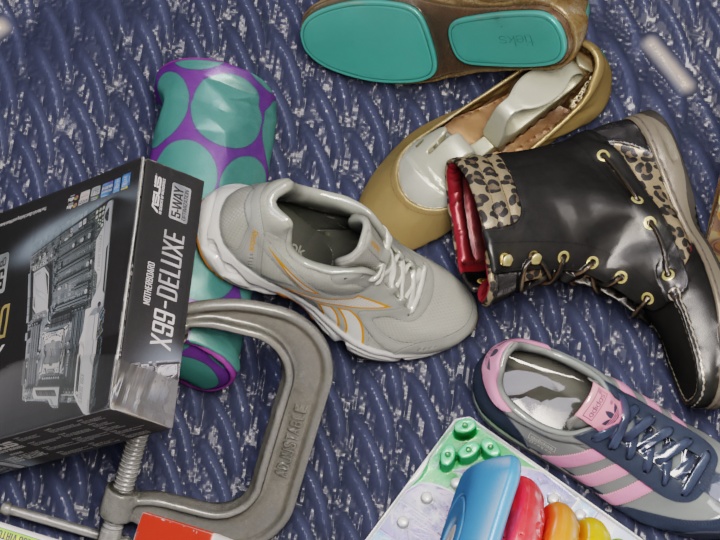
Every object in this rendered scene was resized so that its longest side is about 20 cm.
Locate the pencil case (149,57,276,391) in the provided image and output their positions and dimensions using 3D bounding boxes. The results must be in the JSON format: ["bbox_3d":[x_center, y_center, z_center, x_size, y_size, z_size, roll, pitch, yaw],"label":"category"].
[{"bbox_3d":[-0.106,-0.030,1.764,0.085,0.092,0.200,22,68,-38],"label":"pencil case"}]

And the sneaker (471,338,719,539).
[{"bbox_3d":[0.159,0.104,1.720,0.200,0.082,0.070,24,75,8],"label":"sneaker"}]

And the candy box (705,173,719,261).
[{"bbox_3d":[0.268,-0.110,1.765,0.055,0.115,0.200,15,74,6],"label":"candy box"}]

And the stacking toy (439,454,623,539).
[{"bbox_3d":[0.143,0.196,1.668,0.200,0.116,0.110,20,75,-7],"label":"stacking toy"}]

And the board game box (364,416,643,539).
[{"bbox_3d":[0.085,0.220,1.716,0.200,0.026,0.200,35,77,11],"label":"board game box"}]

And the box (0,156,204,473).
[{"bbox_3d":[-0.180,0.032,1.694,0.050,0.200,0.158,21,66,-35],"label":"box"}]

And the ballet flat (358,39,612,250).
[{"bbox_3d":[0.076,-0.086,1.789,0.200,0.063,0.069,-38,76,-10],"label":"ballet flat"}]

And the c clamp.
[{"bbox_3d":[-0.111,0.098,1.706,0.171,0.027,0.200,20,112,-7],"label":"c clamp"}]

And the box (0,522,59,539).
[{"bbox_3d":[-0.188,0.188,1.640,0.110,0.200,0.035,16,74,7],"label":"box"}]

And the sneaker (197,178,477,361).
[{"bbox_3d":[0.000,0.000,1.716,0.200,0.092,0.076,22,68,-29],"label":"sneaker"}]

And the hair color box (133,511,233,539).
[{"bbox_3d":[-0.061,0.221,1.604,0.064,0.200,0.111,12,78,42],"label":"hair color box"}]

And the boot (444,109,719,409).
[{"bbox_3d":[0.144,0.001,1.737,0.150,0.073,0.200,-8,74,-18],"label":"boot"}]

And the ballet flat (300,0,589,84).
[{"bbox_3d":[0.060,-0.162,1.801,0.200,0.068,0.072,-2,27,30],"label":"ballet flat"}]
